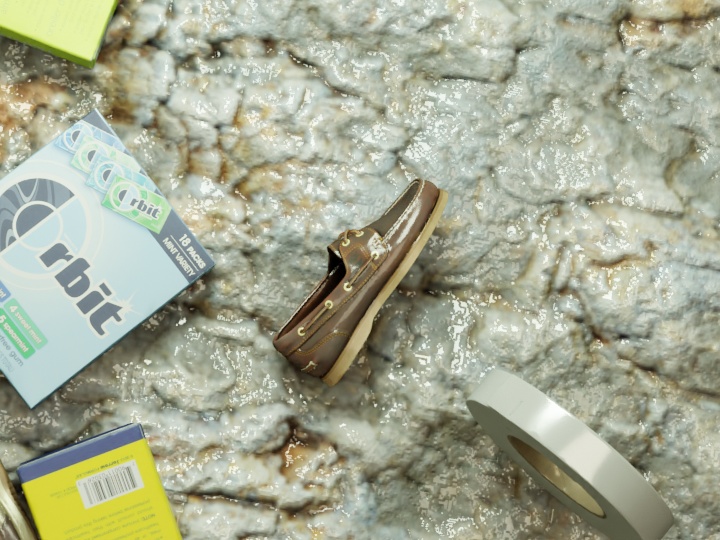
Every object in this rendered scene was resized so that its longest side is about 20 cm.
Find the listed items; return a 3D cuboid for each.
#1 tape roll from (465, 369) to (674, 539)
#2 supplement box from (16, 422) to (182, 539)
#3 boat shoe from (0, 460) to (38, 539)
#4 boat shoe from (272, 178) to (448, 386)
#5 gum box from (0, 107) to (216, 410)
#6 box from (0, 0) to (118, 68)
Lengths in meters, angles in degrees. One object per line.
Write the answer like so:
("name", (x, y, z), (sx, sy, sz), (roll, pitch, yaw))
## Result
("tape roll", (0.174, 0.160, 1.688), (0.203, 0.203, 0.037), (42, 81, -3))
("supplement box", (-0.201, 0.237, 1.670), (0.109, 0.109, 0.201), (-20, 89, -10))
("boat shoe", (-0.311, 0.215, 1.669), (0.072, 0.072, 0.201), (-25, 82, -13))
("boat shoe", (0.000, 0.000, 1.739), (0.070, 0.070, 0.200), (34, 82, -9))
("gum box", (-0.252, -0.009, 1.715), (0.200, 0.045, 0.170), (-38, 92, -10))
("box", (-0.302, -0.265, 1.725), (0.199, 0.048, 0.122), (21, 82, -6))
